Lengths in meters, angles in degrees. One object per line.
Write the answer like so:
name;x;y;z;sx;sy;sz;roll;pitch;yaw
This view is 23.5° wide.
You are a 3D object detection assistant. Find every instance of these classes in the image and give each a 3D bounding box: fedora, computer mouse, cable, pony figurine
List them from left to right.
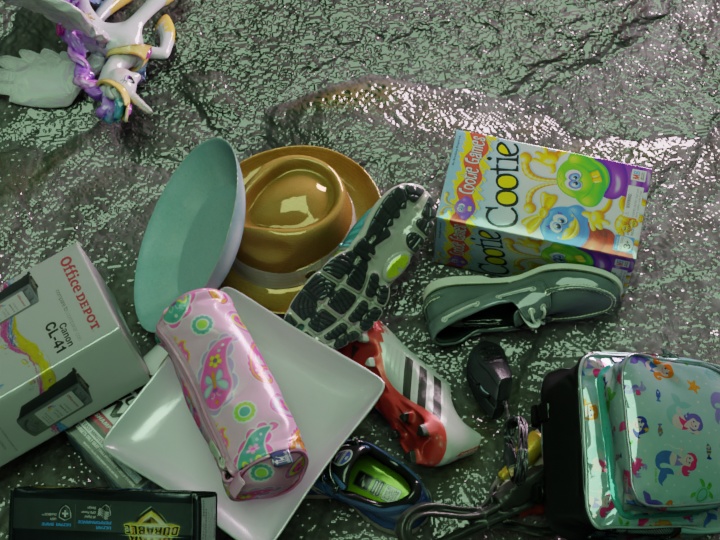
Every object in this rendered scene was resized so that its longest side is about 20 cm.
pony figurine;-0.285;-0.248;1.815;0.191;0.167;0.201;17;52;1
fedora;-0.073;-0.056;1.745;0.198;0.082;0.203;-1;65;2
cable;0.125;0.225;1.624;0.198;0.050;0.098;-25;101;-16
computer mouse;0.127;0.132;1.629;0.034;0.059;0.201;8;28;-12

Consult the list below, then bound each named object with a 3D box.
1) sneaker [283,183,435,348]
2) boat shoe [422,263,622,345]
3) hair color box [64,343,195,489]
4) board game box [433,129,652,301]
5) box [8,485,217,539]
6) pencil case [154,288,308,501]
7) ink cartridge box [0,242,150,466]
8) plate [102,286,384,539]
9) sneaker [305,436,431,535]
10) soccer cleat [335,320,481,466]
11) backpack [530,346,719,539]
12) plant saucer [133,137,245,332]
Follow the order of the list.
sneaker;0.000;0.000;1.686;0.077;0.080;0.200;43;81;-12
boat shoe;0.159;0.041;1.698;0.198;0.073;0.062;-4;47;8
hair color box;-0.178;0.128;1.679;0.099;0.061;0.200;42;73;18
board game box;0.180;-0.055;1.728;0.198;0.103;0.106;11;66;6
box;-0.225;0.277;1.563;0.198;0.046;0.161;-1;86;22
pencil case;-0.118;0.114;1.560;0.087;0.088;0.201;-23;60;-9
ink cartridge box;-0.321;0.085;1.656;0.199;0.086;0.148;-31;46;-4
plate;-0.107;0.139;1.612;0.199;0.032;0.200;29;71;21
sneaker;-0.024;0.180;1.636;0.198;0.089;0.079;19;66;9
soccer cleat;0.043;0.112;1.683;0.085;0.069;0.200;1;39;-40
backpack;0.276;0.163;1.593;0.198;0.150;0.180;9;69;-29
plant saucer;-0.159;-0.030;1.701;0.038;0.200;0.203;21;63;-28
